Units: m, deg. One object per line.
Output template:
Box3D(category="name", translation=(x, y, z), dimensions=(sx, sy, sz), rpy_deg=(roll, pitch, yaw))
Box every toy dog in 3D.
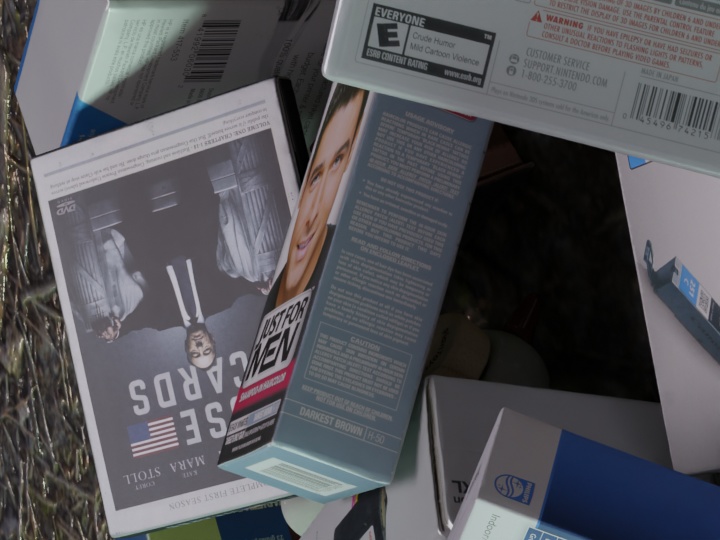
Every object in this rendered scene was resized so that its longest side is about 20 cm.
Box3D(category="toy dog", translation=(0.034, 0.069, 1.186), dimensions=(0.200, 0.096, 0.132), rpy_deg=(-9, 129, 34))

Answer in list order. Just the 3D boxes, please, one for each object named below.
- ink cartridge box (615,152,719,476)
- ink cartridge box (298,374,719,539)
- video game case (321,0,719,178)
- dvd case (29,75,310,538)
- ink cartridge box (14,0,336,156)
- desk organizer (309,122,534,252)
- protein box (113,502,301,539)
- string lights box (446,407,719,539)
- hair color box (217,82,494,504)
Box3D(category="ink cartridge box", translation=(0.177, -0.023, 0.957), dimensions=(0.176, 0.045, 0.200), rpy_deg=(-22, 76, 62))
Box3D(category="ink cartridge box", translation=(0.064, 0.137, 1.088), dimensions=(0.200, 0.146, 0.083), rpy_deg=(124, 148, -51))
Box3D(category="video game case", translation=(0.100, -0.141, 0.912), dimensions=(0.023, 0.200, 0.182), rpy_deg=(-52, -24, -75))
Box3D(category="dvd case", translation=(-0.079, 0.021, 1.144), dimensions=(0.150, 0.025, 0.200), rpy_deg=(-16, 82, 25))
Box3D(category="ink cartridge box", translation=(-0.068, -0.119, 1.231), dimensions=(0.086, 0.200, 0.147), rpy_deg=(65, 147, 33))
Box3D(category="desk organizer", translation=(0.005, -0.028, 1.234), dimensions=(0.077, 0.072, 0.200), rpy_deg=(60, 146, 15))
Box3D(category="protein box", translation=(-0.080, 0.258, 1.408), dimensions=(0.200, 0.135, 0.199), rpy_deg=(-49, 53, 55))
Box3D(category="string lights box", translation=(0.131, 0.140, 0.926), dimensions=(0.059, 0.200, 0.103), rpy_deg=(-68, -3, -51))
Box3D(category="hair color box", translation=(0.000, 0.000, 1.057), dimensions=(0.099, 0.061, 0.200), rpy_deg=(150, 139, -69))
